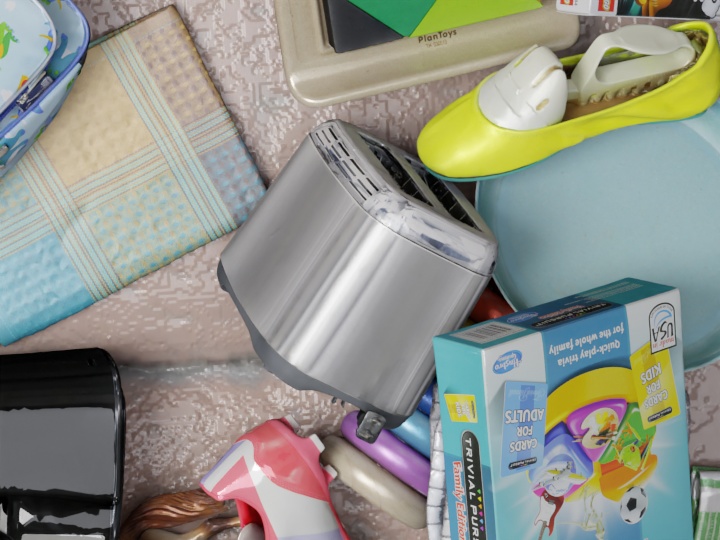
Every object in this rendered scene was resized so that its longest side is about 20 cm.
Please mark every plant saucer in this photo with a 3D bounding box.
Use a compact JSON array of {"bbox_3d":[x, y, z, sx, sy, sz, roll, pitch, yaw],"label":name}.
[{"bbox_3d":[0.165,-0.028,1.535,0.200,0.027,0.201,3,71,-10],"label":"plant saucer"}]

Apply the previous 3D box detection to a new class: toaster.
[{"bbox_3d":[0.000,0.000,1.475,0.113,0.200,0.129,25,105,-25],"label":"toaster"}]

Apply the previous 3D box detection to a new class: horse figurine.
[{"bbox_3d":[-0.118,0.220,1.579,0.132,0.050,0.201,0,108,0],"label":"horse figurine"}]

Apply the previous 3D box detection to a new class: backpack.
[{"bbox_3d":[-0.275,-0.113,1.437,0.183,0.147,0.200,39,83,-4],"label":"backpack"}]

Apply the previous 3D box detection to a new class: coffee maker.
[{"bbox_3d":[-0.242,0.093,1.493,0.199,0.135,0.192,-1,122,-14],"label":"coffee maker"}]

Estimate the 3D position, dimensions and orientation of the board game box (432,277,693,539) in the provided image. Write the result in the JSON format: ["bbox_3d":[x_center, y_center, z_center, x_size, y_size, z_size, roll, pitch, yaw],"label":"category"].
[{"bbox_3d":[0.121,0.119,1.440,0.151,0.047,0.201,-16,108,-35],"label":"board game box"}]

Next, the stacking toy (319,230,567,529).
[{"bbox_3d":[0.061,0.058,1.560,0.085,0.085,0.200,36,88,-9],"label":"stacking toy"}]

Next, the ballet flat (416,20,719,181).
[{"bbox_3d":[0.127,-0.110,1.502,0.200,0.067,0.067,-15,143,-16],"label":"ballet flat"}]

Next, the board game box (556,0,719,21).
[{"bbox_3d":[0.182,-0.250,1.501,0.126,0.035,0.201,-3,102,-38],"label":"board game box"}]

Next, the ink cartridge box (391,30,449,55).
[{"bbox_3d":[0.014,-0.244,1.485,0.200,0.050,0.161,38,96,-29],"label":"ink cartridge box"}]

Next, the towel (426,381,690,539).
[{"bbox_3d":[0.122,0.156,1.529,0.165,0.085,0.201,-10,105,-39],"label":"towel"}]

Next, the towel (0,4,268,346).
[{"bbox_3d":[-0.171,-0.057,1.544,0.200,0.022,0.147,-27,101,-1],"label":"towel"}]

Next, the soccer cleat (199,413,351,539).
[{"bbox_3d":[-0.035,0.178,1.549,0.076,0.067,0.200,-33,125,-15],"label":"soccer cleat"}]

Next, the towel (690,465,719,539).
[{"bbox_3d":[0.276,0.229,1.628,0.152,0.023,0.201,3,99,-6],"label":"towel"}]

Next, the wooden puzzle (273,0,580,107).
[{"bbox_3d":[0.034,-0.206,1.463,0.185,0.037,0.200,-14,113,-11],"label":"wooden puzzle"}]
